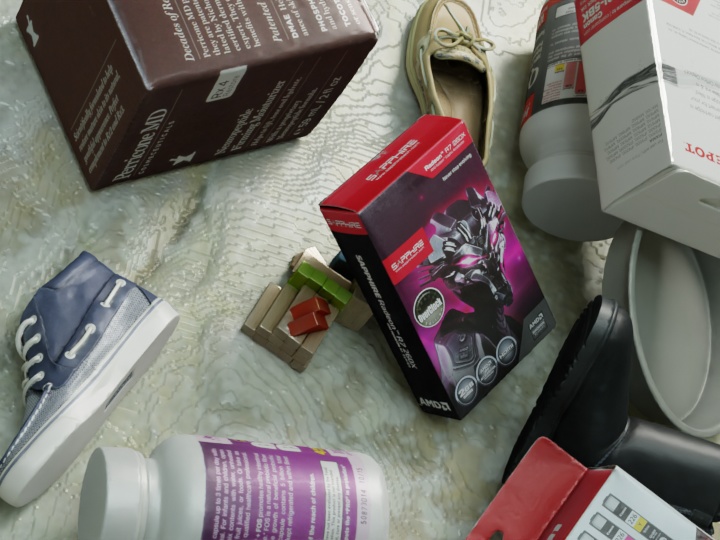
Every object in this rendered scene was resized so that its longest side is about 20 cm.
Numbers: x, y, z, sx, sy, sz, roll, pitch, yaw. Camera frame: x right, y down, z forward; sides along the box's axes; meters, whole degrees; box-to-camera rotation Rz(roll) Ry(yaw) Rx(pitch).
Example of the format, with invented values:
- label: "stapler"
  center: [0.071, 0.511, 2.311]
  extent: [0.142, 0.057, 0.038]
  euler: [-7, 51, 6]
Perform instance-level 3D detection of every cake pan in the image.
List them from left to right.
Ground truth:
- label: "cake pan"
  center: [0.252, 0.035, 1.600]
  extent: [0.200, 0.037, 0.200]
  euler: [14, 72, -51]

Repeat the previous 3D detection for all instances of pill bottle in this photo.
- label: "pill bottle"
  center: [-0.090, 0.172, 1.393]
  extent: [0.200, 0.112, 0.112]
  euler: [8, 62, -20]
- label: "pill bottle"
  center: [0.193, -0.133, 1.666]
  extent: [0.116, 0.116, 0.200]
  euler: [20, 59, -13]

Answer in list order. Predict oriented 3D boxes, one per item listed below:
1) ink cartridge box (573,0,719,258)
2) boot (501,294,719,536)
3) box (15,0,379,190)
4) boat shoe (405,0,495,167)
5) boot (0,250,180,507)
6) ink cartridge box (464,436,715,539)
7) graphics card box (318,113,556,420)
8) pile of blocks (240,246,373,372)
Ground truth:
- label: "ink cartridge box"
  center: [0.252, -0.125, 1.562]
  extent: [0.147, 0.083, 0.200]
  euler: [20, 54, -34]
- label: "boot"
  center: [0.211, 0.124, 1.503]
  extent: [0.162, 0.198, 0.073]
  euler: [22, 33, 0]
- label: "box"
  center: [-0.126, -0.186, 1.525]
  extent: [0.200, 0.166, 0.164]
  euler: [-17, 73, -29]
- label: "boat shoe"
  center: [0.083, -0.149, 1.658]
  extent: [0.073, 0.063, 0.200]
  euler: [6, 62, -20]
- label: "boot"
  center: [-0.218, 0.075, 1.421]
  extent: [0.090, 0.073, 0.200]
  euler: [33, 49, 5]
- label: "ink cartridge box"
  center: [0.150, 0.245, 1.435]
  extent: [0.176, 0.084, 0.200]
  euler: [36, 81, -3]
- label: "graphics card box"
  center: [0.061, -0.002, 1.519]
  extent: [0.125, 0.051, 0.200]
  euler: [-42, 121, -29]
- label: "pile of blocks"
  center: [0.000, 0.000, 1.548]
  extent: [0.200, 0.062, 0.082]
  euler: [-29, 79, -32]
